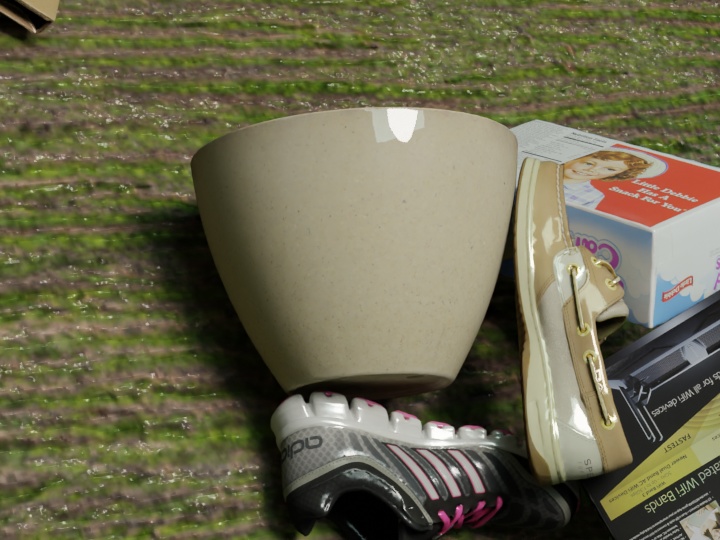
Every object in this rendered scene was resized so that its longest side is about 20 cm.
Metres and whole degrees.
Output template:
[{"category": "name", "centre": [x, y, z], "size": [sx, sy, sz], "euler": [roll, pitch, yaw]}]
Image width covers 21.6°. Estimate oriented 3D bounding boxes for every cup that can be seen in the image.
[{"category": "cup", "centre": [0.000, 0.000, 1.129], "size": [0.199, 0.200, 0.144], "euler": [3, 76, -28]}]

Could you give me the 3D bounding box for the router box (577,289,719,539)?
[{"category": "router box", "centre": [0.229, 0.098, 1.127], "size": [0.199, 0.052, 0.158], "euler": [-31, 64, 5]}]

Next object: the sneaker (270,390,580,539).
[{"category": "sneaker", "centre": [0.038, 0.138, 1.122], "size": [0.199, 0.074, 0.088], "euler": [16, 57, -19]}]

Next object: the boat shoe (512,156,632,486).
[{"category": "boat shoe", "centre": [0.127, 0.028, 1.124], "size": [0.066, 0.074, 0.201], "euler": [-5, 74, 7]}]

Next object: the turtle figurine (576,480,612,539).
[{"category": "turtle figurine", "centre": [0.236, 0.138, 1.234], "size": [0.193, 0.200, 0.145], "euler": [-17, 98, -13]}]

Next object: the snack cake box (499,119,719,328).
[{"category": "snack cake box", "centre": [0.149, -0.036, 1.229], "size": [0.115, 0.068, 0.199], "euler": [-20, 28, -38]}]

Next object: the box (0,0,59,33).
[{"category": "box", "centre": [-0.253, -0.264, 1.221], "size": [0.163, 0.021, 0.201], "euler": [31, 42, -29]}]
